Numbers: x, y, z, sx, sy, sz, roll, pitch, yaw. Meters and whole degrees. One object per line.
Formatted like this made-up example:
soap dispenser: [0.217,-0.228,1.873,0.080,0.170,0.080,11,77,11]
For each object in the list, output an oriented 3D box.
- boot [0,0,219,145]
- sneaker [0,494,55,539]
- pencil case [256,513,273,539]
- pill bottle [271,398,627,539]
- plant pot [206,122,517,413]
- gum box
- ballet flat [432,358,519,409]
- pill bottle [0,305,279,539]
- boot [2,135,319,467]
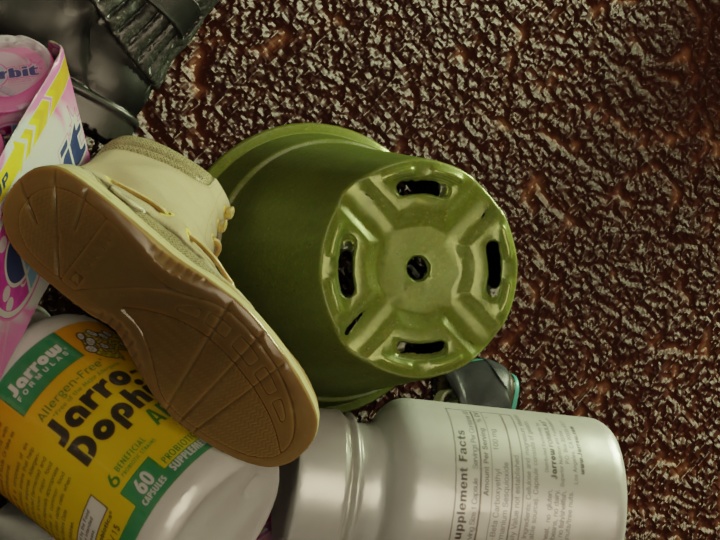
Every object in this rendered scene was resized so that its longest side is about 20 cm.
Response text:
boot: [-0.187,-0.187,0.809,0.211,0.079,0.158,32,85,-29]
sneaker: [-0.154,0.152,0.824,0.200,0.075,0.106,-40,103,-16]
pencil case: [-0.100,0.235,0.843,0.200,0.087,0.088,-37,102,-17]
pill bottle: [0.051,0.138,0.819,0.199,0.114,0.115,7,87,-12]
plant pot: [0.000,0.000,0.824,0.199,0.190,0.201,0,90,-20]
gum box: [-0.210,-0.026,0.716,0.066,0.114,0.201,11,51,8]
ballet flat: [0.061,0.157,0.912,0.073,0.073,0.201,12,79,-21]
pill bottle: [-0.154,0.095,0.763,0.200,0.113,0.113,33,75,24]
boot: [-0.091,0.008,0.743,0.200,0.155,0.073,42,105,-3]
